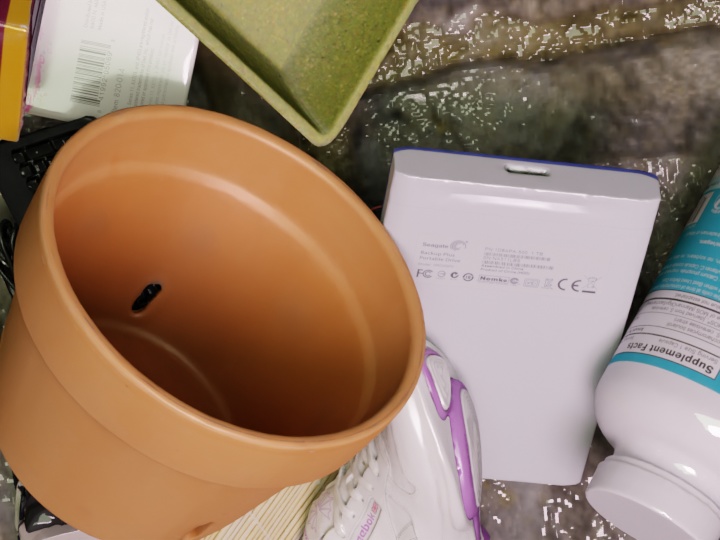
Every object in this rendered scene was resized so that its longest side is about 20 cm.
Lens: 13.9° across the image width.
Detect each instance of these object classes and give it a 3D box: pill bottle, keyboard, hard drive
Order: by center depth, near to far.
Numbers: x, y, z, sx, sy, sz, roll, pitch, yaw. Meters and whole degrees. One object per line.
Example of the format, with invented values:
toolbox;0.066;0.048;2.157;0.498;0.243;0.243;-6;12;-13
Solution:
pill bottle;0.190;0.044;1.489;0.111;0.111;0.200;32;75;-7
hard drive;0.066;0.026;1.499;0.132;0.025;0.200;6;131;-7
keyboard;-0.136;0.022;1.511;0.104;0.040;0.200;-14;114;29

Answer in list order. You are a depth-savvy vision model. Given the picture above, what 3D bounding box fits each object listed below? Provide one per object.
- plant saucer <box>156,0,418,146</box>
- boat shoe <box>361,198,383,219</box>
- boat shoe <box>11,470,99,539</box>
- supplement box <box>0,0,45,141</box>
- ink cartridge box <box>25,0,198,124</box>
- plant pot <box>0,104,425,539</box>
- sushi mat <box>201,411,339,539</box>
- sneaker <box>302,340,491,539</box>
plant saucer;-0.041;-0.196;1.449;0.200;0.048;0.200;42;72;-38
boat shoe;0.001;0.002;1.532;0.201;0.063;0.074;-13;133;8
boat shoe;-0.136;0.169;1.553;0.075;0.093;0.200;-12;128;-5
supplement box;-0.248;-0.142;1.390;0.200;0.110;0.086;9;142;-4
ink cartridge box;-0.178;-0.142;1.495;0.200;0.067;0.117;12;99;-4
plant pot;-0.088;0.040;1.415;0.200;0.200;0.140;32;131;-7
sushi mat;-0.082;0.157;1.513;0.200;0.012;0.096;-55;139;-18
sneaker;0.015;0.119;1.513;0.100;0.075;0.200;-1;130;6
